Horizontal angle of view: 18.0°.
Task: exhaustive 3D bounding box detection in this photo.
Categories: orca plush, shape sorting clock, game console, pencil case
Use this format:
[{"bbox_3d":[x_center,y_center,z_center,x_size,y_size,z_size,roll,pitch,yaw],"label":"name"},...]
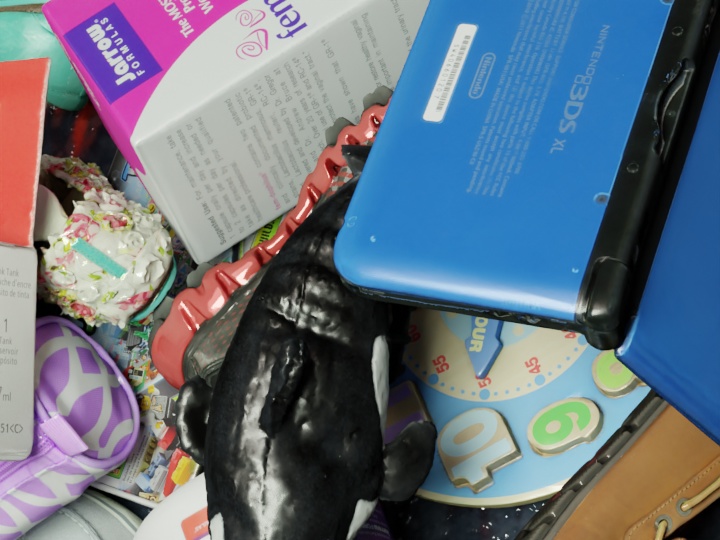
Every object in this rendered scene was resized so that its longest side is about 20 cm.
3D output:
[{"bbox_3d":[-0.010,0.038,0.898,0.105,0.071,0.200,30,79,7],"label":"orca plush"},{"bbox_3d":[0.060,0.007,1.014,0.199,0.039,0.201,-8,71,24],"label":"shape sorting clock"},{"bbox_3d":[0.106,-0.037,0.926,0.170,0.118,0.200,9,59,22],"label":"game console"},{"bbox_3d":[-0.193,0.101,1.045,0.200,0.086,0.084,-37,99,23],"label":"pencil case"}]

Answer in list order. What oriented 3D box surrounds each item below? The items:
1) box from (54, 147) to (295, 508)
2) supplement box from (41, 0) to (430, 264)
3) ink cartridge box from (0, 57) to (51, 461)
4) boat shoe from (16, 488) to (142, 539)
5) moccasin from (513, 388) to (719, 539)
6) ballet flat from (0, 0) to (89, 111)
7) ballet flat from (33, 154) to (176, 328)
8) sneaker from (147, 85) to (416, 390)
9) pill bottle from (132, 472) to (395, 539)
[{"bbox_3d":[-0.086,0.012,1.086,0.110,0.035,0.201,15,81,29],"label":"box"},{"bbox_3d":[-0.025,-0.111,1.025,0.200,0.103,0.101,-34,56,-5],"label":"supplement box"},{"bbox_3d":[-0.230,-0.005,1.014,0.199,0.045,0.177,-2,83,33],"label":"ink cartridge box"},{"bbox_3d":[-0.110,0.171,1.023,0.070,0.071,0.201,-41,58,9],"label":"boat shoe"},{"bbox_3d":[0.110,0.114,0.923,0.078,0.074,0.201,43,70,4],"label":"moccasin"},{"bbox_3d":[-0.219,-0.108,1.175,0.199,0.067,0.071,6,90,29],"label":"ballet flat"},{"bbox_3d":[-0.148,-0.025,1.063,0.076,0.064,0.200,-60,30,-8],"label":"ballet flat"},{"bbox_3d":[0.000,0.000,0.985,0.200,0.071,0.098,-45,55,10],"label":"sneaker"},{"bbox_3d":[-0.017,0.182,0.953,0.112,0.112,0.200,-30,63,14],"label":"pill bottle"}]
